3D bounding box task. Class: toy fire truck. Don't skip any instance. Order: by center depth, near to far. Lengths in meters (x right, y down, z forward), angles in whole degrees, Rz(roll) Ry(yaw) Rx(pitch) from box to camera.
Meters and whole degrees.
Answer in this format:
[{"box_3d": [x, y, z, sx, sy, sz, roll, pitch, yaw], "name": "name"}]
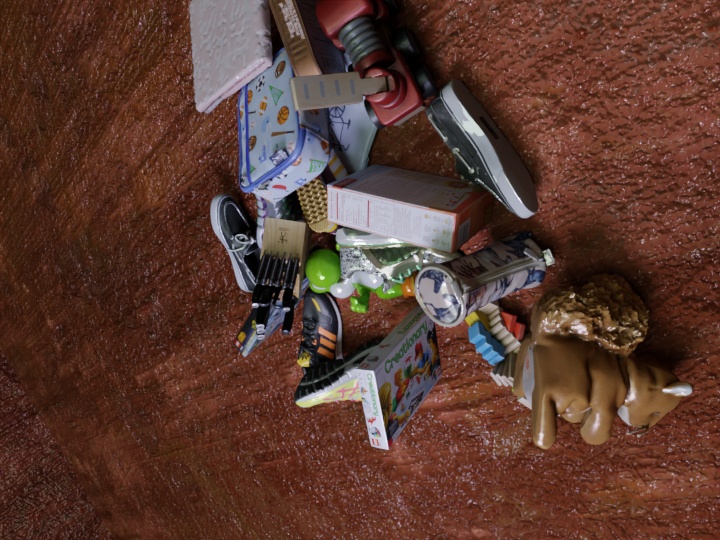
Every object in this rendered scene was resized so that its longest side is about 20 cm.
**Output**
[{"box_3d": [-0.010, -0.262, 0.653, 0.127, 0.200, 0.179, -26, 93, 23], "name": "toy fire truck"}]

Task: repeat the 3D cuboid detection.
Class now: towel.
[{"box_3d": [-0.202, -0.371, 0.829, 0.189, 0.032, 0.205, -17, 75, 42], "name": "towel"}]

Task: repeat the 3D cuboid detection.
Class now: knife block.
[{"box_3d": [-0.122, 0.010, 0.833, 0.062, 0.200, 0.180, 8, 92, -2], "name": "knife block"}]

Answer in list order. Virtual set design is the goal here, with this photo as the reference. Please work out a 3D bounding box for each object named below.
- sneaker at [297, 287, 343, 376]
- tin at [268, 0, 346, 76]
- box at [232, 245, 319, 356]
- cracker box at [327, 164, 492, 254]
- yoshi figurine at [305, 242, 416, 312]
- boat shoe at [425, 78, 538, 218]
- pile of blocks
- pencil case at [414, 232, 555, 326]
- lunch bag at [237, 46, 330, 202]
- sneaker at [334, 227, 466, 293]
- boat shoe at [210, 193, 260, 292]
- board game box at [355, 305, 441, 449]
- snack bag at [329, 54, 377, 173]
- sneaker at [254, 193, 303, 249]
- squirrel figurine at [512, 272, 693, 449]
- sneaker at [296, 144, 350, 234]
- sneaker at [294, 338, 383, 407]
[{"box_3d": [-0.082, 0.134, 0.991, 0.069, 0.090, 0.205, 9, 117, 33], "name": "sneaker"}, {"box_3d": [-0.072, -0.330, 0.718, 0.041, 0.112, 0.204, -16, 100, 21], "name": "tin"}, {"box_3d": [-0.146, 0.057, 0.969, 0.040, 0.137, 0.201, 42, 130, 6], "name": "box"}, {"box_3d": [0.068, -0.092, 0.742, 0.197, 0.133, 0.059, 18, 121, 29], "name": "cracker box"}, {"box_3d": [-0.006, 0.001, 0.838, 0.196, 0.113, 0.114, -6, 119, 26], "name": "yoshi figurine"}, {"box_3d": [0.157, -0.148, 0.697, 0.063, 0.070, 0.202, -38, 79, 40], "name": "boat shoe"}, {"box_3d": [0.214, 0.109, 0.763, 0.201, 0.082, 0.062, 49, 131, 7], "name": "pile of blocks"}, {"box_3d": [0.157, 0.008, 0.679, 0.089, 0.197, 0.079, -38, 74, 50], "name": "pencil case"}, {"box_3d": [-0.120, -0.205, 0.781, 0.158, 0.075, 0.205, -21, 64, 38], "name": "lunch bag"}, {"box_3d": [0.055, -0.011, 0.766, 0.195, 0.077, 0.091, 8, 99, 16], "name": "sneaker"}, {"box_3d": [-0.221, -0.049, 1.016, 0.067, 0.073, 0.204, 3, 113, 40], "name": "boat shoe"}, {"box_3d": [0.065, 0.155, 0.819, 0.034, 0.199, 0.129, 1, 113, 32], "name": "board game box"}, {"box_3d": [-0.044, -0.268, 0.817, 0.198, 0.021, 0.191, 34, 128, 16], "name": "snack bag"}, {"box_3d": [-0.135, -0.123, 0.936, 0.085, 0.075, 0.204, 12, 126, 10], "name": "sneaker"}, {"box_3d": [0.297, 0.108, 0.649, 0.182, 0.142, 0.205, 5, 98, 4], "name": "squirrel figurine"}, {"box_3d": [-0.056, -0.152, 0.832, 0.074, 0.089, 0.205, -20, 77, 36], "name": "sneaker"}, {"box_3d": [-0.023, 0.203, 0.947, 0.196, 0.079, 0.092, -24, 116, 5], "name": "sneaker"}]
